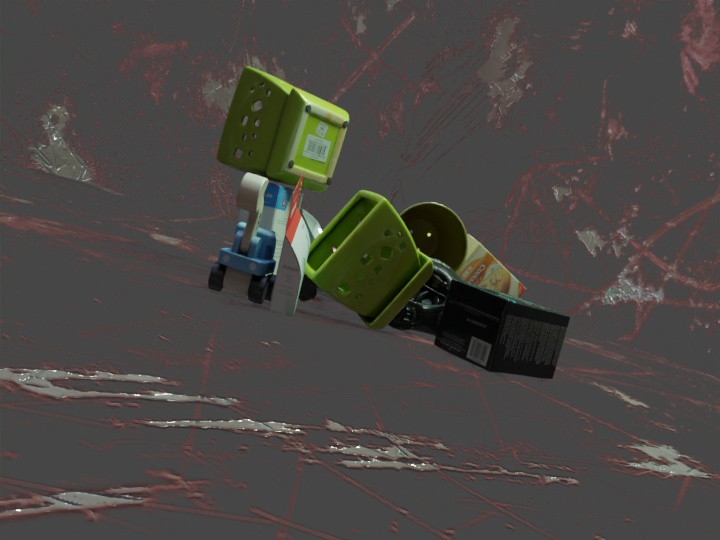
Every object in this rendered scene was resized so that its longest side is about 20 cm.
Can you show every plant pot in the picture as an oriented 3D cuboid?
[{"bbox_3d":[0.154,-0.070,1.704,0.194,0.206,0.142,15,9,-6],"label":"plant pot"},{"bbox_3d":[0.015,-0.014,1.328,0.181,0.199,0.200,44,-1,-18],"label":"plant pot"},{"bbox_3d":[-0.146,-0.274,1.421,0.179,0.204,0.198,25,9,37],"label":"plant pot"}]

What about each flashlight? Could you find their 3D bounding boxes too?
[{"bbox_3d":[-0.113,0.024,1.451,0.066,0.070,0.200,-11,10,-3],"label":"flashlight"}]

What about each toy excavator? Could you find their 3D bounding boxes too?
[{"bbox_3d":[-0.186,-0.054,1.168,0.097,0.206,0.194,15,4,5],"label":"toy excavator"}]

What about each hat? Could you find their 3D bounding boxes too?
[{"bbox_3d":[0.145,0.063,1.587,0.194,0.082,0.204,6,44,-6],"label":"hat"}]

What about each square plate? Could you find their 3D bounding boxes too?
[{"bbox_3d":[-0.082,-0.027,1.540,0.028,0.203,0.200,-24,-7,4],"label":"square plate"}]

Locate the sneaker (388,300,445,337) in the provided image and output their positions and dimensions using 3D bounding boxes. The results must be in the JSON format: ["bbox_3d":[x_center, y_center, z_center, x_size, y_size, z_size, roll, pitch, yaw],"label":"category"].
[{"bbox_3d":[0.140,0.096,1.413,0.194,0.078,0.091,17,0,-4],"label":"sneaker"}]

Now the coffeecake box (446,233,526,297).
[{"bbox_3d":[0.297,0.036,1.756,0.199,0.154,0.073,39,6,-26],"label":"coffeecake box"}]

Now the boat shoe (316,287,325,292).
[{"bbox_3d":[-0.127,0.005,1.626,0.194,0.062,0.076,16,4,-13],"label":"boat shoe"}]

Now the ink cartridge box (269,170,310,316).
[{"bbox_3d":[-0.105,-0.049,1.174,0.049,0.205,0.162,15,20,-4],"label":"ink cartridge box"}]

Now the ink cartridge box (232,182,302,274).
[{"bbox_3d":[-0.193,-0.073,1.417,0.082,0.206,0.146,13,3,12],"label":"ink cartridge box"}]

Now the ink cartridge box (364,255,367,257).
[{"bbox_3d":[0.000,0.000,1.560,0.074,0.141,0.200,-13,5,-3],"label":"ink cartridge box"}]

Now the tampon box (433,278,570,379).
[{"bbox_3d":[0.263,0.111,1.291,0.196,0.130,0.148,14,5,-40],"label":"tampon box"}]

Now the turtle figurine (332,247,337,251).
[{"bbox_3d":[-0.060,-0.002,1.752,0.147,0.103,0.200,30,-9,-5],"label":"turtle figurine"}]

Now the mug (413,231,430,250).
[{"bbox_3d":[0.145,0.009,1.844,0.146,0.191,0.153,-25,20,-16],"label":"mug"}]
